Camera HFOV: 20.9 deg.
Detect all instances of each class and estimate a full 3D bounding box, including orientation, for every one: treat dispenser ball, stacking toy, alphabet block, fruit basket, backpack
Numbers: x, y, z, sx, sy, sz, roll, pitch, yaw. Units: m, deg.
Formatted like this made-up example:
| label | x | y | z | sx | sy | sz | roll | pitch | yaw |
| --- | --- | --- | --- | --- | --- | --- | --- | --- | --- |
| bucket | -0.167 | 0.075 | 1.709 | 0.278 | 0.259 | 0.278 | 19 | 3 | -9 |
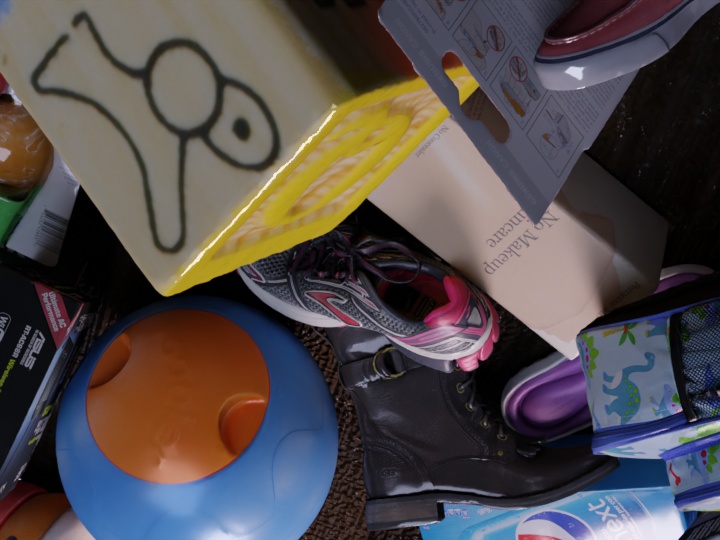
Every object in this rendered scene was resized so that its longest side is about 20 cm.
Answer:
| label | x | y | z | sx | sy | sz | roll | pitch | yaw |
| --- | --- | --- | --- | --- | --- | --- | --- | --- | --- |
| treat dispenser ball | -0.115 | 0.119 | 1.378 | 0.199 | 0.201 | 0.202 | 7 | 126 | 10 |
| stacking toy | -0.308 | 0.212 | 1.562 | 0.199 | 0.146 | 0.147 | 25 | 129 | 17 |
| alphabet block | -0.069 | -0.134 | 1.150 | 0.195 | 0.196 | 0.201 | -43 | 79 | 36 |
| fruit basket | -0.267 | -0.120 | 1.337 | 0.184 | 0.094 | 0.201 | 20 | 112 | 0 |
| backpack | 0.241 | 0.073 | 1.206 | 0.199 | 0.182 | 0.148 | -15 | 79 | 38 |

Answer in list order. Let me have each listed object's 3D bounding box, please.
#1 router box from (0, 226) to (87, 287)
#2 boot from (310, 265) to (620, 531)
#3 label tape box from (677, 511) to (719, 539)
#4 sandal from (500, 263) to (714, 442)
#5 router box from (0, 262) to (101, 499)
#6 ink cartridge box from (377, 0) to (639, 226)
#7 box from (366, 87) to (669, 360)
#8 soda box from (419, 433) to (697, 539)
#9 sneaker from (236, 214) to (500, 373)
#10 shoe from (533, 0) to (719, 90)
| label | x | y | z | sx | sy | sz | roll | pitch | yaw |
| --- | --- | --- | --- | --- | --- | --- | --- | --- | --- |
| router box | -0.320 | 0.016 | 1.453 | 0.199 | 0.051 | 0.150 | 25 | 125 | -4 |
| boot | 0.071 | 0.082 | 1.349 | 0.198 | 0.069 | 0.176 | -9 | 84 | -3 |
| label tape box | 0.321 | 0.160 | 1.319 | 0.199 | 0.144 | 0.064 | -30 | 89 | 31 |
| sandal | 0.182 | 0.072 | 1.357 | 0.082 | 0.050 | 0.202 | 40 | 124 | -15 |
| router box | -0.236 | 0.075 | 1.295 | 0.062 | 0.200 | 0.151 | 26 | 88 | -3 |
| ink cartridge box | 0.088 | -0.145 | 1.137 | 0.050 | 0.200 | 0.161 | -13 | 123 | 50 |
| box | 0.099 | -0.044 | 1.280 | 0.199 | 0.078 | 0.095 | 37 | 126 | -12 |
| soda box | 0.143 | 0.166 | 1.424 | 0.198 | 0.068 | 0.065 | -7 | 123 | 19 |
| sneaker | 0.000 | 0.000 | 1.309 | 0.199 | 0.081 | 0.075 | 18 | 165 | 24 |
| shoe | 0.165 | -0.185 | 1.108 | 0.071 | 0.199 | 0.092 | 16 | 135 | 53 |
